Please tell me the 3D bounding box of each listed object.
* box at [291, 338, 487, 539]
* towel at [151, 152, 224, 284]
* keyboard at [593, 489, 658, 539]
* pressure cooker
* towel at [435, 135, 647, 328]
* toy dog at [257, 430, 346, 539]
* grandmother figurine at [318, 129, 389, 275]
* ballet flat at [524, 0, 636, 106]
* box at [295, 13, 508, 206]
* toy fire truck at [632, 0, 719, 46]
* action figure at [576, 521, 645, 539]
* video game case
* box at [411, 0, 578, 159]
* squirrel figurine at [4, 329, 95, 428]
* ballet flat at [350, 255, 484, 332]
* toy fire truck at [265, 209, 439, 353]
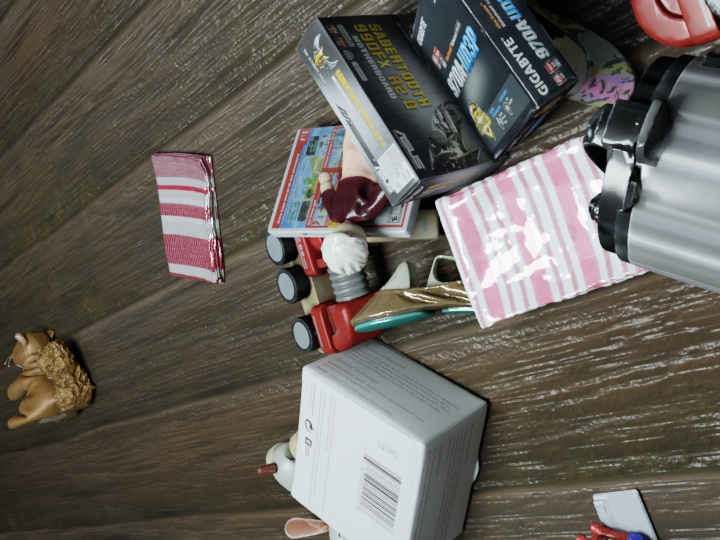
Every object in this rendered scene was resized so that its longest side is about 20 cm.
[{"bbox_3d":[0.030,0.223,1.019,0.199,0.130,0.201,26,120,36],"label":"box"},{"bbox_3d":[-0.272,-0.083,1.290,0.143,0.023,0.202,9,109,43],"label":"towel"},{"bbox_3d":[0.307,0.330,0.874,0.056,0.011,0.202,-24,87,40],"label":"keyboard"},{"bbox_3d":[0.272,-0.075,0.643,0.199,0.179,0.177,20,137,30],"label":"pressure cooker"},{"bbox_3d":[0.181,-0.039,0.823,0.199,0.030,0.148,-22,87,28],"label":"towel"},{"bbox_3d":[-0.079,0.324,1.181,0.200,0.096,0.133,42,129,27],"label":"toy dog"},{"bbox_3d":[0.001,-0.093,0.898,0.121,0.060,0.202,-9,64,53],"label":"grandmother figurine"},{"bbox_3d":[0.168,-0.217,0.785,0.200,0.071,0.069,47,134,23],"label":"ballet flat"},{"bbox_3d":[0.046,-0.173,0.856,0.048,0.158,0.201,-42,73,44],"label":"box"},{"bbox_3d":[0.228,-0.260,0.669,0.199,0.128,0.177,-12,104,56],"label":"toy fire truck"},{"bbox_3d":[0.318,0.324,0.817,0.199,0.065,0.100,2,99,40],"label":"action figure"},{"bbox_3d":[-0.011,-0.107,0.960,0.198,0.017,0.144,2,69,35],"label":"video game case"},{"bbox_3d":[0.115,-0.199,0.763,0.160,0.046,0.200,56,177,3],"label":"box"},{"bbox_3d":[-0.631,0.204,1.675,0.199,0.141,0.188,-25,75,31],"label":"squirrel figurine"},{"bbox_3d":[0.081,0.021,0.923,0.198,0.068,0.073,-10,80,22],"label":"ballet flat"},{"bbox_3d":[0.000,0.000,1.001,0.199,0.128,0.178,-13,95,55],"label":"toy fire truck"}]
